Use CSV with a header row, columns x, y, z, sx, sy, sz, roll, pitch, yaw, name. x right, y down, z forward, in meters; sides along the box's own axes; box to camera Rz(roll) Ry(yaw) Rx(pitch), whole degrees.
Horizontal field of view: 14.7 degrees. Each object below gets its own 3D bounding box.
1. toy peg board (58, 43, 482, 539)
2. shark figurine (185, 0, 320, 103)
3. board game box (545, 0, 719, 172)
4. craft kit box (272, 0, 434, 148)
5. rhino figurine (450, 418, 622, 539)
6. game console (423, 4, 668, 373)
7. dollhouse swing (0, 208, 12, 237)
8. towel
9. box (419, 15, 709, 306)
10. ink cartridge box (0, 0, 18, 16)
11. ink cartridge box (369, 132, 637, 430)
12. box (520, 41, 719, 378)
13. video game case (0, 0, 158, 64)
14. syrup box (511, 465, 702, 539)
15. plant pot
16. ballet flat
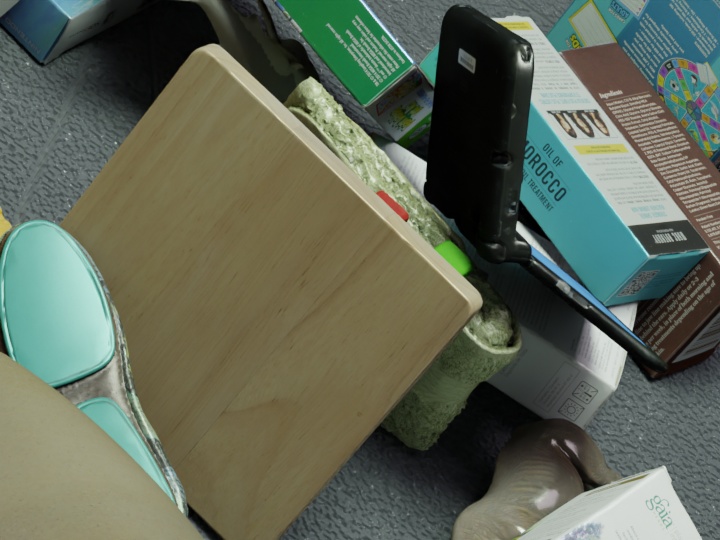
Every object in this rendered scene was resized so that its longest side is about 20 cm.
x,y,z,sx,sy,sz,roll,pitch,yaw,name
-0.055,0.011,1.512,0.199,0.200,0.098,43,23,7,toy peg board
-0.077,-0.116,1.685,0.128,0.089,0.214,58,7,23,shark figurine
0.204,-0.136,1.855,0.047,0.200,0.151,-15,62,-46,board game box
-0.032,-0.171,1.684,0.200,0.048,0.197,51,6,9,craft kit box
0.093,0.160,1.581,0.087,0.060,0.200,41,45,-5,rhino figurine
0.109,-0.051,1.588,0.116,0.177,0.200,4,11,-10,game console
-0.271,-0.075,1.442,0.175,0.182,0.201,-21,64,-26,dollhouse swing
0.000,0.000,1.597,0.036,0.148,0.200,-33,78,-36,towel
0.128,-0.071,1.753,0.082,0.049,0.200,-6,55,-55,box
-0.267,-0.234,1.621,0.200,0.083,0.145,42,65,5,ink cartridge box
0.070,0.008,1.703,0.199,0.050,0.109,32,31,-5,ink cartridge box
0.178,-0.041,1.821,0.075,0.100,0.200,-16,64,-48,box
-0.206,-0.238,1.749,0.200,0.045,0.181,45,39,7,video game case
0.094,0.187,1.483,0.200,0.081,0.079,-29,92,-35,syrup box
-0.169,0.132,1.318,0.186,0.188,0.200,9,33,-33,plant pot
-0.149,0.071,1.465,0.074,0.074,0.201,-1,61,-40,ballet flat
